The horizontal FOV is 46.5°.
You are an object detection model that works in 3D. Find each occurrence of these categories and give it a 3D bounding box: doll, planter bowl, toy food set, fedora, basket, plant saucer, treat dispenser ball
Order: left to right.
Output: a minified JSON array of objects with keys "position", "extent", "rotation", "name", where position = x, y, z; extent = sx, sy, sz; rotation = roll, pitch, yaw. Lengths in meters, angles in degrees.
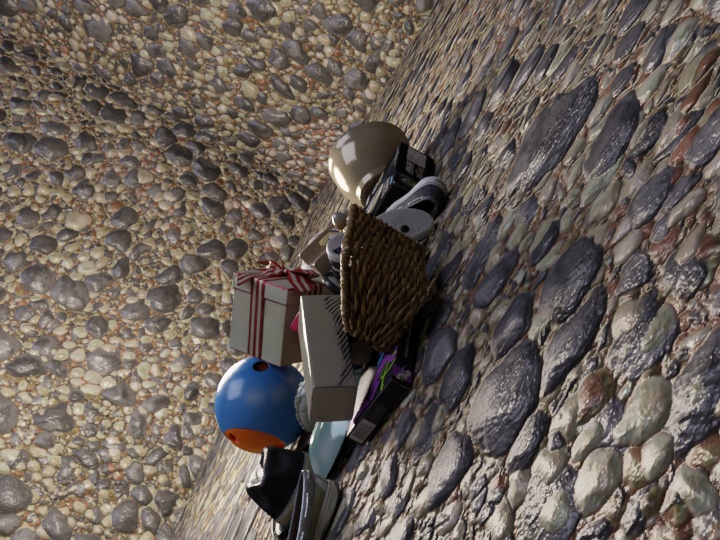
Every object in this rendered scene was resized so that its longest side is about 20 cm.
[{"position":[-0.201,0.276,1.732],"extent":[0.202,0.200,0.201],"rotation":[-60,10,17],"name":"treat dispenser ball"},{"position":[-0.148,0.374,1.493],"extent":[0.202,0.091,0.201],"rotation":[-61,9,17],"name":"fedora"},{"position":[-0.048,0.250,1.390],"extent":[0.201,0.038,0.202],"rotation":[-159,90,-86],"name":"plant saucer"},{"position":[-0.050,-0.063,1.625],"extent":[0.143,0.060,0.200],"rotation":[-42,11,-4],"name":"toy food set"},{"position":[-0.015,0.105,1.394],"extent":[0.200,0.048,0.138],"rotation":[-117,35,-73],"name":"doll"},{"position":[0.005,0.015,1.279],"extent":[0.143,0.148,0.200],"rotation":[-54,13,23],"name":"basket"},{"position":[0.038,-0.219,1.914],"extent":[0.201,0.199,0.135],"rotation":[-57,38,33],"name":"planter bowl"}]

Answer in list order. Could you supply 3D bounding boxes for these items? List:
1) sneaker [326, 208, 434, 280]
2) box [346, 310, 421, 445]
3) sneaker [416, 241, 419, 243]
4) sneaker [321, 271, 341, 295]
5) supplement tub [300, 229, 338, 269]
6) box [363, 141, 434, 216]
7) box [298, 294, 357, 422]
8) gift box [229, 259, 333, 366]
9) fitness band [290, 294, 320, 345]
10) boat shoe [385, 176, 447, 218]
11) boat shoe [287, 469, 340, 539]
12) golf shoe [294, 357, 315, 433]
[{"position":[0.038,-0.041,1.524],"extent":[0.112,0.198,0.073],"rotation":[81,171,-58],"name":"sneaker"},{"position":[0.038,0.148,1.278],"extent":[0.143,0.036,0.201],"rotation":[-57,9,35],"name":"box"},{"position":[0.041,0.024,1.480],"extent":[0.201,0.077,0.076],"rotation":[-57,9,28],"name":"sneaker"},{"position":[0.000,-0.001,1.615],"extent":[0.108,0.067,0.201],"rotation":[-48,-15,11],"name":"sneaker"},{"position":[-0.066,0.008,1.913],"extent":[0.145,0.144,0.200],"rotation":[-58,10,28],"name":"supplement tub"},{"position":[0.074,-0.146,1.745],"extent":[0.164,0.086,0.201],"rotation":[-58,11,32],"name":"box"},{"position":[-0.054,0.132,1.291],"extent":[0.201,0.068,0.083],"rotation":[-102,15,-47],"name":"box"},{"position":[-0.161,0.082,1.728],"extent":[0.199,0.183,0.188],"rotation":[-7,-73,-56],"name":"gift box"},{"position":[-0.063,0.129,1.589],"extent":[0.037,0.144,0.200],"rotation":[-33,-11,-35],"name":"fitness band"},{"position":[0.093,-0.095,1.573],"extent":[0.200,0.071,0.068],"rotation":[-41,21,49],"name":"boat shoe"},{"position":[-0.092,0.394,1.219],"extent":[0.203,0.064,0.074],"rotation":[-67,10,-23],"name":"boat shoe"},{"position":[-0.061,0.218,1.524],"extent":[0.078,0.097,0.202],"rotation":[-18,-59,-47],"name":"golf shoe"}]
